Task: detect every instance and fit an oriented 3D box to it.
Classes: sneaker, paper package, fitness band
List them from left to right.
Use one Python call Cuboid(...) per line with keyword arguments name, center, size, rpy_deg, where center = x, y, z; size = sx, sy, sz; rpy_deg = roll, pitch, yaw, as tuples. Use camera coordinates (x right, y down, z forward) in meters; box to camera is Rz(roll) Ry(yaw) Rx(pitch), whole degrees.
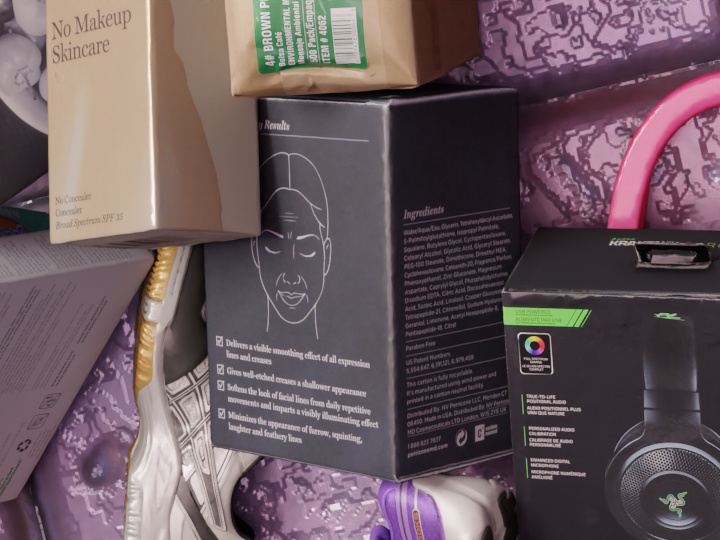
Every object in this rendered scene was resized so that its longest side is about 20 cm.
Cuboid(name="sneaker", center=(-0.091, 0.076, 1.458), size=(0.087, 0.076, 0.202), rpy_deg=(3, 101, -6))
Cuboid(name="paper package", center=(-0.007, -0.200, 1.323), size=(0.103, 0.191, 0.202), rpy_deg=(-2, 99, 14))
Cuboid(name="sneaker", center=(0.044, 0.177, 1.400), size=(0.083, 0.081, 0.201), rpy_deg=(18, 137, 21))
Cuboid(name="fitness band", center=(0.207, -0.012, 1.380), size=(0.142, 0.037, 0.202), rpy_deg=(8, 102, 12))

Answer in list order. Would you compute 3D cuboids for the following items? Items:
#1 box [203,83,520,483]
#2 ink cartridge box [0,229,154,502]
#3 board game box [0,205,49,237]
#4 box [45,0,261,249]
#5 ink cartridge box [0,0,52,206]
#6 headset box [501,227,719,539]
Cuboid(name="box", center=(0.000, 0.000, 1.367), size=(0.148, 0.107, 0.202), rpy_deg=(8, 103, 44))
Cuboid(name="ink cartridge box", center=(-0.230, 0.064, 1.395), size=(0.043, 0.199, 0.197), rpy_deg=(47, 121, 24))
Cuboid(name="board game box", center=(-0.289, 0.018, 1.443), size=(0.199, 0.152, 0.045), rpy_deg=(-24, 79, 16))
Cuboid(name="box", center=(-0.111, -0.115, 1.332), size=(0.095, 0.077, 0.202), rpy_deg=(-8, 83, 45))
Cuboid(name="ink cartridge box", center=(-0.233, -0.124, 1.317), size=(0.043, 0.200, 0.199), rpy_deg=(0, 123, 51))
Cuboid(name="headset box", center=(0.172, 0.073, 1.338), size=(0.173, 0.093, 0.202), rpy_deg=(3, 113, 17))
